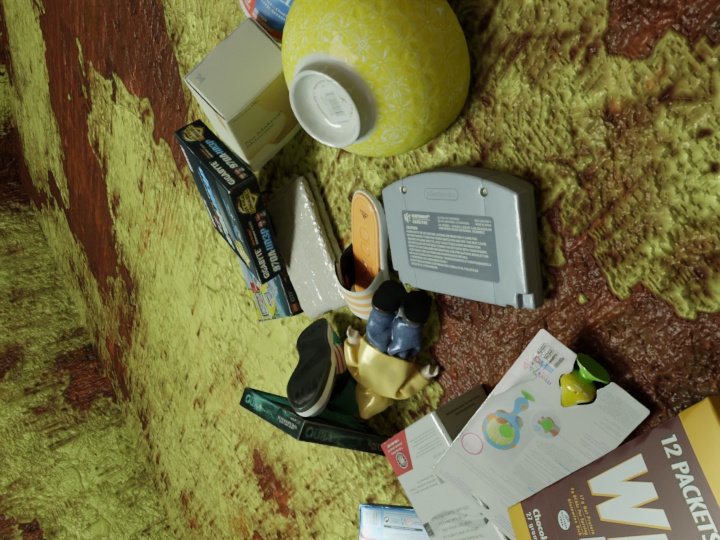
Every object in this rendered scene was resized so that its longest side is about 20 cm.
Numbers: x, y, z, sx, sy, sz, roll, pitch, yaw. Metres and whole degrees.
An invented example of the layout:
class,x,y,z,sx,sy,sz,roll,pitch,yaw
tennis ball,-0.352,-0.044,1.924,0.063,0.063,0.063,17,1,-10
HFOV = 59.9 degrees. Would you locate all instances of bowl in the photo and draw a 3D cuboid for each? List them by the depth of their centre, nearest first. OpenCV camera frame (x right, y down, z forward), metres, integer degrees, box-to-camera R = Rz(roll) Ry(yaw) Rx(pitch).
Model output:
class,x,y,z,sx,sy,sz,roll,pitch,yaw
bowl,-0.007,-0.180,0.598,0.199,0.108,0.201,26,146,19

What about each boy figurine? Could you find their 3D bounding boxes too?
class,x,y,z,sx,sy,sz,roll,pitch,yaw
boy figurine,0.037,0.114,0.785,0.123,0.065,0.202,19,130,10

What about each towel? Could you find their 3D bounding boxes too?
class,x,y,z,sx,sy,sz,roll,pitch,yaw
towel,-0.076,-0.033,0.912,0.132,0.034,0.202,-24,87,58

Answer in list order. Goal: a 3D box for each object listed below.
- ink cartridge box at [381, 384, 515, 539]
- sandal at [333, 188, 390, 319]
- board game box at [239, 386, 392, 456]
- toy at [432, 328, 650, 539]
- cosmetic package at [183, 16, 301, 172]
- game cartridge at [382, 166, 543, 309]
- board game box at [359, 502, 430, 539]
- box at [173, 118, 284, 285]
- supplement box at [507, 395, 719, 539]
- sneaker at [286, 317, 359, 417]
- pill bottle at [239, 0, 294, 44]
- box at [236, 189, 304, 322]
class,x,y,z,sx,sy,sz,roll,pitch,yaw
ink cartridge box,0.128,0.257,0.720,0.201,0.082,0.147,60,146,15
sandal,-0.005,-0.005,0.778,0.079,0.059,0.208,39,146,42
board game box,-0.053,0.213,0.870,0.134,0.199,0.028,14,81,45
toy,0.170,0.160,0.609,0.115,0.047,0.201,38,120,15
cosmetic package,-0.131,-0.201,0.756,0.071,0.105,0.200,45,176,4
game cartridge,0.101,-0.039,0.651,0.199,0.041,0.135,12,112,53
board game box,0.068,0.413,0.808,0.150,0.036,0.203,-7,73,30
box,-0.185,-0.095,0.904,0.159,0.046,0.201,45,159,32
supplement box,0.238,0.175,0.384,0.201,0.195,0.134,121,144,-49
sneaker,-0.039,0.161,0.859,0.121,0.083,0.200,52,-165,-19
pill bottle,-0.045,-0.334,0.639,0.200,0.111,0.113,-33,79,57
box,-0.158,-0.019,1.035,0.136,0.037,0.202,-13,95,57
